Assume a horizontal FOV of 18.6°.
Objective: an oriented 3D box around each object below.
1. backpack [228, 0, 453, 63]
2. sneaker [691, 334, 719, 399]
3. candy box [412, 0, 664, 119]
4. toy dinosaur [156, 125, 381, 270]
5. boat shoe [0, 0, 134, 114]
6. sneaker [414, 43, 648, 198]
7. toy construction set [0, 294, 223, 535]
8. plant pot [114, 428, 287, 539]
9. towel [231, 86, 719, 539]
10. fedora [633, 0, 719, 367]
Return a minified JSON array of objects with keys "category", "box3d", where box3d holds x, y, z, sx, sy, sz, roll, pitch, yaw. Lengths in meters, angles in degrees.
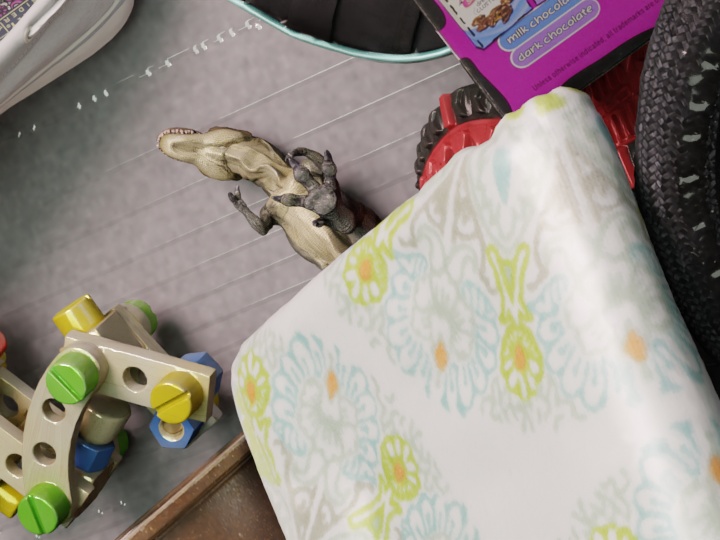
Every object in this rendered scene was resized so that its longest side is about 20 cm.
[{"category":"backpack","box3d":[0.020,-0.176,0.765,0.176,0.153,0.200,25,102,8]},{"category":"sneaker","box3d":[0.107,0.060,0.780,0.099,0.071,0.200,34,72,22]},{"category":"candy box","box3d":[0.041,-0.160,0.649,0.136,0.061,0.200,-35,119,8]},{"category":"toy dinosaur","box3d":[0.000,0.000,0.834,0.047,0.088,0.200,-45,81,2]},{"category":"boat shoe","box3d":[-0.170,-0.075,0.849,0.200,0.069,0.072,-35,68,-10]},{"category":"sneaker","box3d":[0.098,-0.040,0.786,0.200,0.095,0.079,-27,68,52]},{"category":"toy construction set","box3d":[-0.154,0.025,0.890,0.200,0.092,0.131,44,120,15]},{"category":"plant pot","box3d":[-0.042,0.188,0.827,0.200,0.200,0.198,-41,90,20]},{"category":"towel","box3d":[0.039,0.063,0.700,0.200,0.048,0.171,-39,69,49]},{"category":"fedora","box3d":[0.178,-0.048,0.658,0.200,0.092,0.201,5,110,15]}]
